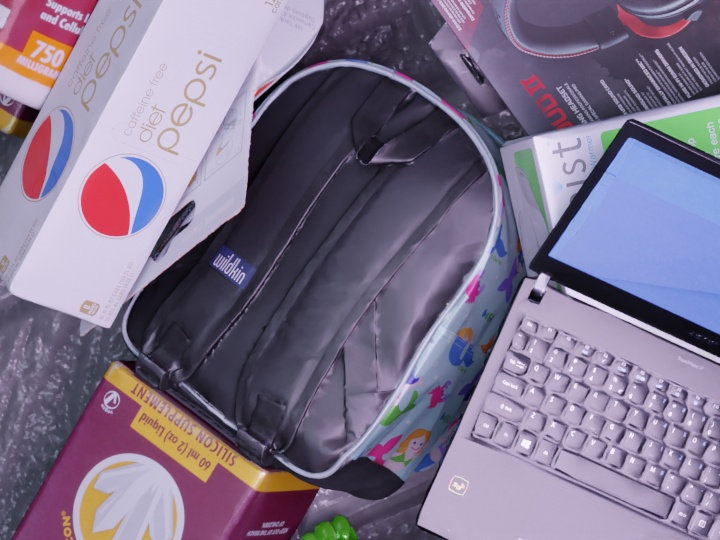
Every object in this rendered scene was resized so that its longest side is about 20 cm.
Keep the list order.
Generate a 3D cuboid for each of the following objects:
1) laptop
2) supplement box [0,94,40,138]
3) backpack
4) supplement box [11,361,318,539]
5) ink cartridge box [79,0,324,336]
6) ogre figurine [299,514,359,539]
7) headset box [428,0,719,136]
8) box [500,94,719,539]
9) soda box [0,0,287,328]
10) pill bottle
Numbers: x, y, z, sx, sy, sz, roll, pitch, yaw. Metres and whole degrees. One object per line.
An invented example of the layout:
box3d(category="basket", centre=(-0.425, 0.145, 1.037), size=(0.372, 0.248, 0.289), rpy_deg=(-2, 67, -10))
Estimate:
box3d(category="laptop", centre=(0.148, 0.061, 1.325), size=(0.177, 0.103, 0.201), rpy_deg=(25, 87, -5))
box3d(category="supplement box", centre=(-0.170, -0.183, 1.656), size=(0.110, 0.086, 0.200), rpy_deg=(31, 99, 23))
box3d(category="backpack", centre=(0.000, 0.000, 1.529), size=(0.177, 0.150, 0.200), rpy_deg=(34, 98, 29))
box3d(category="supplement box", centre=(-0.122, 0.161, 1.604), size=(0.110, 0.086, 0.200), rpy_deg=(34, 101, 21))
box3d(category="ink cartridge box", centre=(-0.081, -0.077, 1.546), size=(0.162, 0.057, 0.201), rpy_deg=(-37, 45, 45))
box3d(category="ogre figurine", centre=(-0.037, 0.240, 1.558), size=(0.120, 0.098, 0.200), rpy_deg=(37, 57, 17))
box3d(category="headset box", centre=(0.130, -0.147, 1.490), size=(0.200, 0.075, 0.149), rpy_deg=(-31, 108, 19))
box3d(category="box", centre=(0.175, 0.016, 1.429), size=(0.176, 0.097, 0.201), rpy_deg=(-11, 91, -8))
box3d(category="soda box", centre=(-0.115, -0.077, 1.487), size=(0.200, 0.064, 0.068), rpy_deg=(-61, 32, 14))
box3d(category="pill bottle", centre=(-0.137, -0.188, 1.528), size=(0.113, 0.113, 0.200), rpy_deg=(33, 106, 22))
